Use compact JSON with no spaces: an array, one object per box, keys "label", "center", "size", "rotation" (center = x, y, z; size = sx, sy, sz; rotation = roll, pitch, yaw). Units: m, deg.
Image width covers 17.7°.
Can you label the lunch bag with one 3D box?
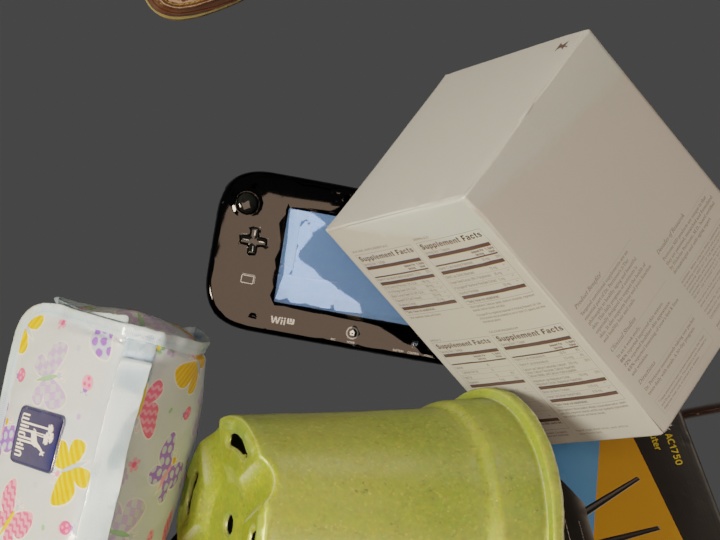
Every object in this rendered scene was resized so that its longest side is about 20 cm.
[{"label":"lunch bag","center":[-0.163,0.106,1.427],"size":[0.126,0.200,0.171],"rotation":[13,91,-8]}]

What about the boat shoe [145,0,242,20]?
[{"label":"boat shoe","center":[-0.054,-0.228,1.495],"size":[0.199,0.068,0.072],"rotation":[-29,96,-6]}]

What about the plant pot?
[{"label":"plant pot","center":[-0.006,0.162,1.405],"size":[0.183,0.200,0.202],"rotation":[8,91,-26]}]

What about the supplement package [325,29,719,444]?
[{"label":"supplement package","center":[0.119,-0.015,1.446],"size":[0.200,0.150,0.152],"rotation":[48,60,-19]}]

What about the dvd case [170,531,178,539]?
[{"label":"dvd case","center":[-0.022,0.208,1.498],"size":[0.200,0.018,0.143],"rotation":[49,43,-7]}]

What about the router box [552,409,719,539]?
[{"label":"router box","center":[0.158,0.175,1.503],"size":[0.148,0.051,0.201],"rotation":[-15,63,-7]}]

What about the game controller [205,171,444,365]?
[{"label":"game controller","center":[0.000,0.000,1.519],"size":[0.199,0.042,0.105],"rotation":[10,75,-7]}]
